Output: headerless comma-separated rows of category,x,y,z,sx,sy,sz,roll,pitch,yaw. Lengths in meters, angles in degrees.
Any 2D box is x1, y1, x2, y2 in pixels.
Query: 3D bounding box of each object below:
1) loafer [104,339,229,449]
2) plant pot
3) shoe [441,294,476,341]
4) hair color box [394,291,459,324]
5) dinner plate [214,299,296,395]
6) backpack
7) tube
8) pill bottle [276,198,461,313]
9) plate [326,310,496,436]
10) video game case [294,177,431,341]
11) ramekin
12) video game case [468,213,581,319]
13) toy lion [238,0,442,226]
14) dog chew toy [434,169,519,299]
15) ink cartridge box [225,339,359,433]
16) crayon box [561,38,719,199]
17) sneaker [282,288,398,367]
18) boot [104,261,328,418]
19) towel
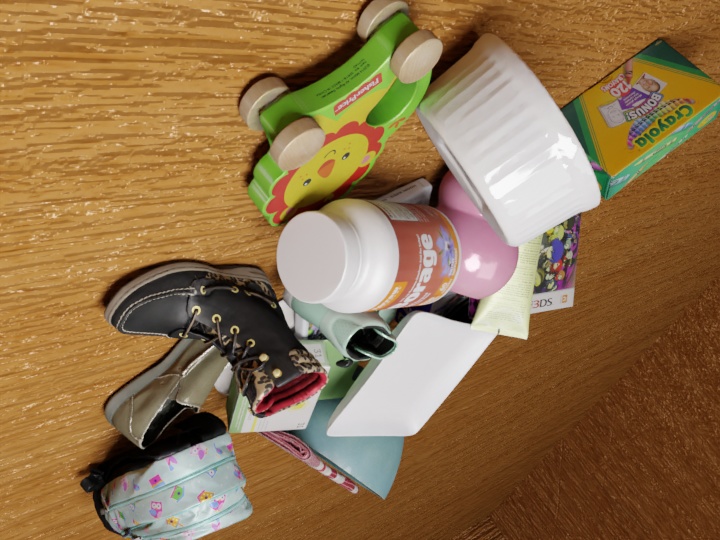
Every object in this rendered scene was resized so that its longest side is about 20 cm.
loafer,-0.184,0.122,0.883,0.200,0.070,0.075,-39,155,-1
plant pot,-0.013,0.214,1.153,0.135,0.199,0.200,-55,158,-13
shoe,0.119,0.107,1.134,0.200,0.071,0.091,-47,152,4
hair color box,0.122,0.013,1.132,0.109,0.065,0.201,-27,150,-27
dinner plate,-0.096,0.098,1.021,0.199,0.024,0.201,-31,152,-18
backpack,-0.209,0.247,0.930,0.166,0.127,0.200,-25,178,-38
tube,0.192,-0.017,0.999,0.052,0.058,0.202,-2,104,-57
pill bottle,0.011,-0.015,0.813,0.199,0.112,0.112,-3,137,-55
plate,0.064,0.132,1.029,0.199,0.032,0.201,13,118,-51
video game case,0.000,0.000,0.963,0.181,0.023,0.201,-28,145,-29
ramekin,0.139,-0.121,0.793,0.097,0.201,0.200,-35,155,6
video game case,0.222,-0.041,1.067,0.180,0.036,0.202,-6,104,-37
toy lion,-0.019,-0.125,0.730,0.199,0.069,0.192,-37,162,-6
dog chew toy,0.140,-0.072,0.938,0.124,0.124,0.202,14,96,-60
ink cartridge box,-0.059,0.141,0.994,0.198,0.048,0.146,1,140,-20
crayon box,0.356,-0.198,1.044,0.199,0.119,0.058,-36,155,-9
sneaker,0.006,0.066,0.909,0.074,0.118,0.200,-54,150,13
boot,-0.130,0.068,0.773,0.199,0.151,0.073,0,134,-54
towel,-0.086,0.248,1.112,0.023,0.143,0.200,-57,149,-14
